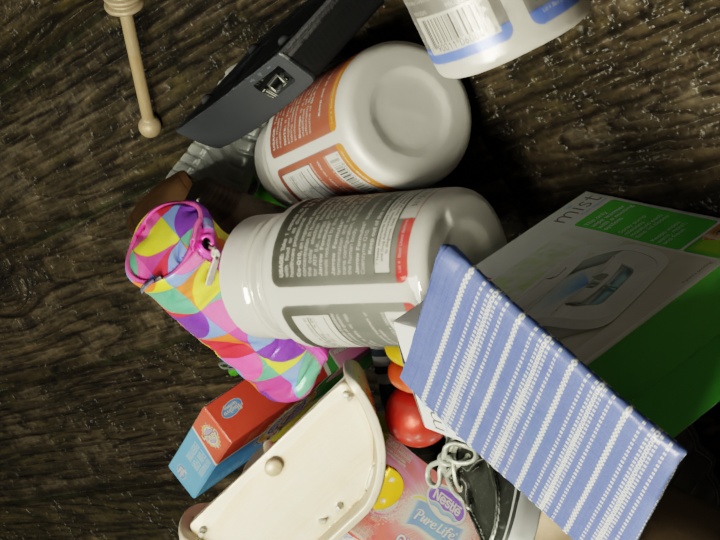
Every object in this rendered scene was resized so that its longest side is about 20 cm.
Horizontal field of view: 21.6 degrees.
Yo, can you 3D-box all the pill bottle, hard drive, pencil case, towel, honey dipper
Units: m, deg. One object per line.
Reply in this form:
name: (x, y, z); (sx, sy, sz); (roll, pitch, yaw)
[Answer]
pill bottle: (-0.006, -0.103, 1.465); (0.112, 0.112, 0.200); (60, 154, -7)
hard drive: (-0.060, -0.164, 1.474); (0.042, 0.135, 0.200); (45, 151, -11)
pencil case: (-0.102, 0.026, 1.497); (0.088, 0.088, 0.200); (21, 163, 46)
pill bottle: (0.061, -0.237, 1.230); (0.114, 0.114, 0.200); (-5, 115, 58)
towel: (0.109, 0.085, 1.174); (0.200, 0.024, 0.145); (42, 146, 21)
honey dipper: (-0.210, -0.202, 1.758); (0.038, 0.038, 0.200); (33, 146, 35)
pill bottle: (0.000, 0.000, 1.398); (0.200, 0.114, 0.114); (-2, 119, 39)

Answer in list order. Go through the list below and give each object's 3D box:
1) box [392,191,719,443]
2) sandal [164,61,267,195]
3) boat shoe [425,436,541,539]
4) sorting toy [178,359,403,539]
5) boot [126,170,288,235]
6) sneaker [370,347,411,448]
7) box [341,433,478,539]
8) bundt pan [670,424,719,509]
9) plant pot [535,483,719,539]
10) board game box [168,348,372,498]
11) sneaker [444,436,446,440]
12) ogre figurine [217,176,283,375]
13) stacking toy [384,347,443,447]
box: (0.158, 0.043, 1.278); (0.176, 0.200, 0.097); (18, 133, 50)
sandal: (-0.116, -0.089, 1.660); (0.082, 0.050, 0.203); (43, 117, 25)
boat shoe: (0.085, 0.134, 1.329); (0.068, 0.200, 0.074); (15, 127, -10)
sorting toy: (-0.044, 0.154, 1.583); (0.107, 0.200, 0.180); (43, -167, -15)
boot: (-0.103, -0.020, 1.593); (0.146, 0.070, 0.200); (34, 165, -21)
sneaker: (0.024, 0.056, 1.629); (0.108, 0.070, 0.200); (35, 144, 35)
box: (0.036, 0.229, 1.685); (0.200, 0.095, 0.103); (40, 158, -24)
bundt pan: (0.170, 0.176, 1.443); (0.201, 0.076, 0.202); (14, 128, 19)
plant pot: (0.192, 0.219, 1.312); (0.174, 0.201, 0.200); (15, 151, -11)
board game box: (-0.070, 0.112, 1.691); (0.040, 0.200, 0.153); (51, 151, 9)
sneaker: (0.135, 0.104, 1.498); (0.070, 0.078, 0.200); (57, 152, -2)
ogre figurine: (-0.092, -0.012, 1.708); (0.098, 0.200, 0.120); (22, 161, -39)
stacking toy: (0.050, 0.046, 1.504); (0.085, 0.085, 0.200); (25, 119, 43)
